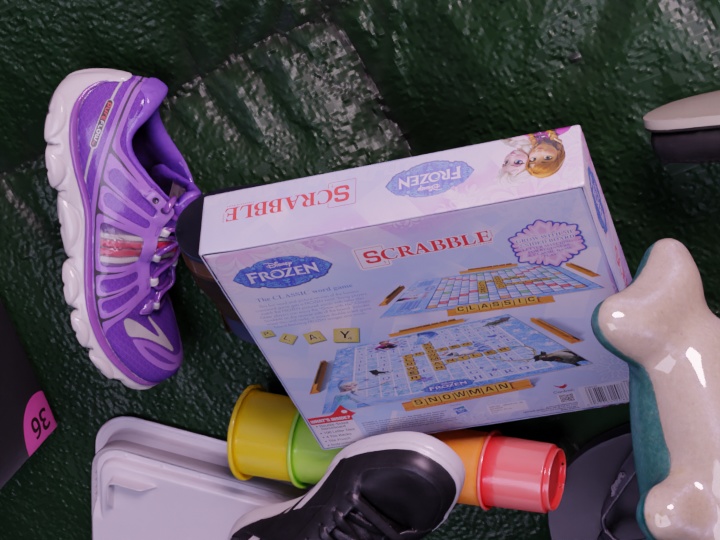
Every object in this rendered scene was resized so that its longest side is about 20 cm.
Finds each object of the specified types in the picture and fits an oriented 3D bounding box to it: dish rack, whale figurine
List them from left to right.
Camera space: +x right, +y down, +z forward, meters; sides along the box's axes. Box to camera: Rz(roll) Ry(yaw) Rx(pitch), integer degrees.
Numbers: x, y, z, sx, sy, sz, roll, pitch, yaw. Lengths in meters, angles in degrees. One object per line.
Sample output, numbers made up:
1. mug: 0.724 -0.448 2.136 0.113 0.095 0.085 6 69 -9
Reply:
1. dish rack: -0.090 0.192 1.251 0.199 0.044 0.172 14 123 16
2. whale figurine: 0.177 0.085 0.996 0.104 0.159 0.200 -19 111 52

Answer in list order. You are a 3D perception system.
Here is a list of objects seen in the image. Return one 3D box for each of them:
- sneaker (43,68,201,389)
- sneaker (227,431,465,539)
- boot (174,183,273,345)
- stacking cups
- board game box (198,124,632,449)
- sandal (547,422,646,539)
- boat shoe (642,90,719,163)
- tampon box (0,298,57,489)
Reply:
1. sneaker: -0.129 -0.020 1.127 0.083 0.081 0.201 0 117 16
2. sneaker: -0.021 0.175 1.102 0.073 0.112 0.200 39 135 -16
3. boot: 0.000 0.000 1.104 0.199 0.075 0.097 3 145 9
4. stacking cups: 0.023 0.112 1.145 0.199 0.061 0.061 8 121 20
5. board game box: 0.042 0.016 1.021 0.199 0.041 0.200 -10 142 14
6. sandal: 0.178 0.115 1.093 0.076 0.043 0.200 46 125 -7
7. boat shoe: 0.240 -0.064 0.946 0.201 0.074 0.063 -2 109 19
8. tampon box: -0.307 0.059 1.201 0.126 0.150 0.201 -9 114 28
